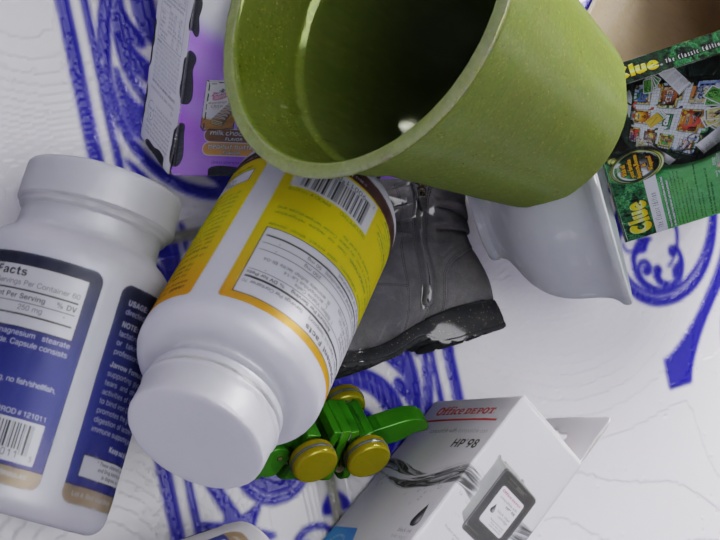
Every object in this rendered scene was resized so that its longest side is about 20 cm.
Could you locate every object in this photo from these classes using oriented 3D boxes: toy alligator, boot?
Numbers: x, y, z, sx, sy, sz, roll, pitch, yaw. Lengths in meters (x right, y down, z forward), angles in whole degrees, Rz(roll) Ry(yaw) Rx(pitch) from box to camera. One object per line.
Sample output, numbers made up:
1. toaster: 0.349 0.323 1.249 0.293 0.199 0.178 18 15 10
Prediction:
1. toy alligator: -0.049 0.115 0.851 0.199 0.054 0.059 0 40 -29
2. boot: 0.000 0.000 0.892 0.199 0.070 0.132 -13 83 -36

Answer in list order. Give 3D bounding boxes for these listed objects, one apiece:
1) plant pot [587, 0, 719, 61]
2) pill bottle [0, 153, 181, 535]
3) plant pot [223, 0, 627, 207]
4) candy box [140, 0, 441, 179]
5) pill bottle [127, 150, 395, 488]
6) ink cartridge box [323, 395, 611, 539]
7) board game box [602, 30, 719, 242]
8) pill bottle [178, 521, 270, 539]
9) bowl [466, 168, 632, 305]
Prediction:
1. plant pot: 0.309 -0.180 1.005 0.177 0.200 0.200 39 68 -30
2. pill bottle: -0.175 0.042 0.755 0.115 0.116 0.201 22 75 -24
3. plant pot: 0.057 -0.122 0.755 0.190 0.200 0.201 21 73 -48
4. candy box: -0.038 -0.163 0.825 0.167 0.072 0.201 0 115 -27
5. pill bottle: -0.056 0.023 0.748 0.109 0.109 0.200 42 44 -17
6. ink cartridge box: 0.063 0.149 0.871 0.067 0.116 0.200 48 65 -14
7. board game box: 0.222 -0.090 0.936 0.104 0.200 0.024 -19 58 9
8. pill bottle: -0.139 0.226 0.756 0.199 0.111 0.111 -14 91 -28
9. bowl: 0.123 -0.064 0.916 0.090 0.201 0.202 -15 92 12
